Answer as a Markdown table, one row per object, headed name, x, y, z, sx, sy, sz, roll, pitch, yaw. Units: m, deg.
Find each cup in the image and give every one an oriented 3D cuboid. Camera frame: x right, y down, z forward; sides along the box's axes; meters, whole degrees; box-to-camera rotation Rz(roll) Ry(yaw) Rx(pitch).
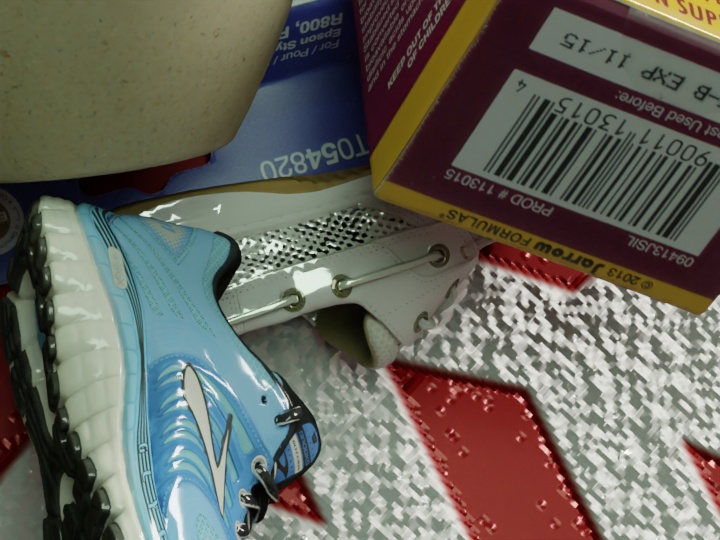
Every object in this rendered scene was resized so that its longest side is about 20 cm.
| name | x | y | z | sx | sy | sz | roll | pitch | yaw |
| --- | --- | --- | --- | --- | --- | --- | --- | --- | --- |
| cup | -0.096 | -0.106 | 0.789 | 0.199 | 0.200 | 0.144 | -9 | 101 | -17 |

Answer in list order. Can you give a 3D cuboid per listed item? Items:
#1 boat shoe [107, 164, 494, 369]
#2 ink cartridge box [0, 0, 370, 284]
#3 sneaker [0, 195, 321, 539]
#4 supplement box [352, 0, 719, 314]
| name | x | y | z | sx | sy | sz | roll | pitch | yaw |
| --- | --- | --- | --- | --- | --- | --- | --- | --- | --- |
| boat shoe | 0.000 | 0.000 | 0.870 | 0.199 | 0.071 | 0.070 | -11 | 86 | -19 |
| ink cartridge box | -0.100 | -0.108 | 0.898 | 0.198 | 0.041 | 0.201 | -18 | 74 | -19 |
| sneaker | -0.048 | 0.063 | 0.753 | 0.089 | 0.078 | 0.201 | -2 | 61 | -22 |
| supplement box | 0.074 | -0.101 | 0.850 | 0.130 | 0.103 | 0.201 | 18 | 37 | -21 |
